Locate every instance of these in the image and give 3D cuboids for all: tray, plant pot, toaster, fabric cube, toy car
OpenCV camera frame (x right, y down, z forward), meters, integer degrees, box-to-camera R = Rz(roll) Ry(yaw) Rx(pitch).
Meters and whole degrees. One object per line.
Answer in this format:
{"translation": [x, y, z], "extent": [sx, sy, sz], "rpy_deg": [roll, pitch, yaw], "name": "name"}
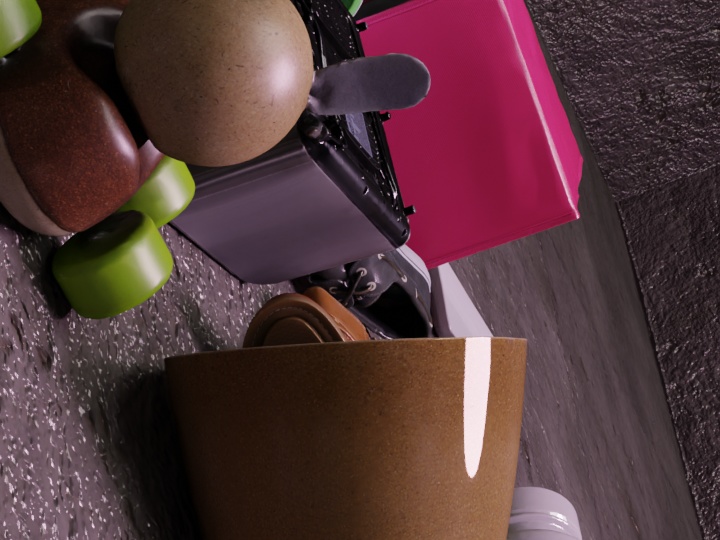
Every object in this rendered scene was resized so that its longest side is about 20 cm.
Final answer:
{"translation": [0.105, 0.070, 1.683], "extent": [0.200, 0.022, 0.108], "rpy_deg": [55, 21, -48], "name": "tray"}
{"translation": [-0.003, 0.138, 0.879], "extent": [0.186, 0.185, 0.201], "rpy_deg": [17, 70, -74], "name": "plant pot"}
{"translation": [-0.060, -0.106, 1.060], "extent": [0.200, 0.118, 0.182], "rpy_deg": [43, 29, -64], "name": "toaster"}
{"translation": [0.054, -0.125, 1.383], "extent": [0.200, 0.195, 0.200], "rpy_deg": [-66, 137, -72], "name": "fabric cube"}
{"translation": [-0.076, -0.100, 0.814], "extent": [0.158, 0.199, 0.165], "rpy_deg": [-85, 152, -61], "name": "toy car"}

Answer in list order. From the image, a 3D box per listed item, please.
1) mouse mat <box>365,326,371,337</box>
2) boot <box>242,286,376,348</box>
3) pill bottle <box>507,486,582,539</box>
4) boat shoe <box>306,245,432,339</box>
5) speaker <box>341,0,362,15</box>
{"translation": [0.029, 0.151, 1.277], "extent": [0.161, 0.007, 0.201], "rpy_deg": [-88, 157, -57], "name": "mouse mat"}
{"translation": [-0.026, 0.057, 1.078], "extent": [0.155, 0.073, 0.201], "rpy_deg": [-91, 169, -51], "name": "boot"}
{"translation": [0.132, 0.266, 1.304], "extent": [0.201, 0.119, 0.120], "rpy_deg": [-93, 159, -49], "name": "pill bottle"}
{"translation": [0.000, 0.000, 1.225], "extent": [0.200, 0.068, 0.057], "rpy_deg": [34, 37, -55], "name": "boat shoe"}
{"translation": [-0.043, -0.228, 1.314], "extent": [0.200, 0.088, 0.089], "rpy_deg": [-108, 175, -75], "name": "speaker"}
